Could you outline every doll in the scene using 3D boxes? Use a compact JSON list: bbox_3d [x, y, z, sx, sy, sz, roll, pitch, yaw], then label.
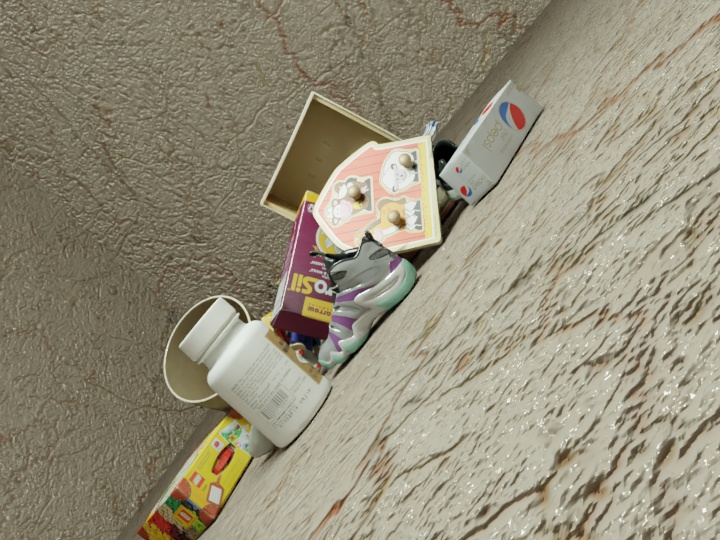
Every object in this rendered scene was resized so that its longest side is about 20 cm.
[{"bbox_3d":[-0.095,0.104,1.526,0.047,0.139,0.202,-12,31,13],"label":"doll"}]

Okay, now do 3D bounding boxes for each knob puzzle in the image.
[{"bbox_3d":[0.017,-0.108,1.271,0.221,0.219,0.030,-50,-29,-4],"label":"knob puzzle"}]

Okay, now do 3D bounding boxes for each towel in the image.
[{"bbox_3d":[0.074,-0.156,1.488,0.202,0.023,0.148,-60,-1,-36],"label":"towel"}]

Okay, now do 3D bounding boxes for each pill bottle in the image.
[{"bbox_3d":[-0.147,0.136,1.172,0.115,0.199,0.114,-48,5,5],"label":"pill bottle"}]

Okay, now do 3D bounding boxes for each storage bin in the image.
[{"bbox_3d":[-0.040,-0.167,1.448,0.203,0.195,0.094,-63,11,10],"label":"storage bin"}]

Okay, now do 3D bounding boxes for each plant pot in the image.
[{"bbox_3d":[-0.211,0.172,1.494,0.188,0.187,0.200,-50,-40,-1],"label":"plant pot"}]

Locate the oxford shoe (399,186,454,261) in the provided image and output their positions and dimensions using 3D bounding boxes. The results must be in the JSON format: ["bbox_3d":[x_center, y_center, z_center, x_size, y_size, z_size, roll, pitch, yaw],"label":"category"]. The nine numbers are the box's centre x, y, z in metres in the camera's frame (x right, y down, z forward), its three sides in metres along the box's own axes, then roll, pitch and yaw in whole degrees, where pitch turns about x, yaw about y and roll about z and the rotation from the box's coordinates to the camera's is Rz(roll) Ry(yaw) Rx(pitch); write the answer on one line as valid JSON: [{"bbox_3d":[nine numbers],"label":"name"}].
[{"bbox_3d":[0.095,-0.093,1.393,0.201,0.074,0.070,-51,2,-12],"label":"oxford shoe"}]

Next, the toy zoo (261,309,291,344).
[{"bbox_3d":[-0.133,0.134,1.486,0.020,0.134,0.200,-11,5,9],"label":"toy zoo"}]

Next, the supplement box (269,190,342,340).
[{"bbox_3d":[-0.055,-0.002,1.343,0.103,0.128,0.204,129,154,-68],"label":"supplement box"}]

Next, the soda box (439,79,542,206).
[{"bbox_3d":[0.192,-0.189,1.239,0.201,0.068,0.064,-55,6,-39],"label":"soda box"}]

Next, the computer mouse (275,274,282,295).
[{"bbox_3d":[-0.089,0.060,1.642,0.043,0.202,0.110,21,61,40],"label":"computer mouse"}]

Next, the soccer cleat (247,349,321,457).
[{"bbox_3d":[-0.120,0.197,1.298,0.078,0.069,0.201,-50,7,40],"label":"soccer cleat"}]

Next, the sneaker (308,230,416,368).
[{"bbox_3d":[-0.028,0.030,1.211,0.201,0.139,0.078,-49,5,14],"label":"sneaker"}]

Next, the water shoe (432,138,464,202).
[{"bbox_3d":[0.143,-0.173,1.334,0.070,0.080,0.201,-25,21,2],"label":"water shoe"}]

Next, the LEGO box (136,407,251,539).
[{"bbox_3d":[-0.255,0.343,1.377,0.149,0.077,0.201,-48,5,32],"label":"LEGO box"}]

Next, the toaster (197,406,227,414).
[{"bbox_3d":[-0.213,0.214,1.729,0.201,0.118,0.181,-49,4,6],"label":"toaster"}]
